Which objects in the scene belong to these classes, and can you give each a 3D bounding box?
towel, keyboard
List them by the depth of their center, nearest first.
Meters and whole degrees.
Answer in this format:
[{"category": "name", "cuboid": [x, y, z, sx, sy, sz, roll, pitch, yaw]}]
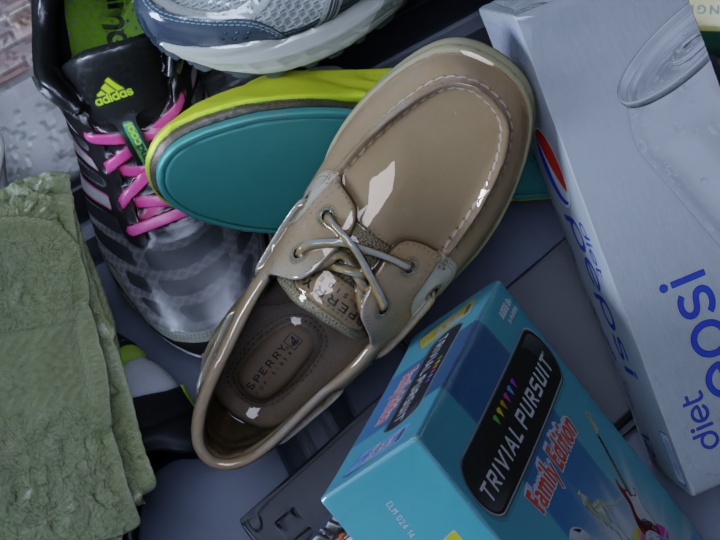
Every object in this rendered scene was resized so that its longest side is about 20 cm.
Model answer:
[{"category": "towel", "cuboid": [-0.174, 0.055, 1.060, 0.199, 0.036, 0.149, -19, 100, -33]}, {"category": "keyboard", "cuboid": [0.033, 0.049, 1.153, 0.200, 0.021, 0.127, -40, 83, 0]}]

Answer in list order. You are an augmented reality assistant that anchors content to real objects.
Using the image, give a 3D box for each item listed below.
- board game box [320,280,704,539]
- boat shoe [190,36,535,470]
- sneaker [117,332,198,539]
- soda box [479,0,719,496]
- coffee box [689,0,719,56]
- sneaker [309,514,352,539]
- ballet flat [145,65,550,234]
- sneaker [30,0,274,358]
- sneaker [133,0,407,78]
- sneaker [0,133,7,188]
[{"category": "board game box", "cuboid": [0.081, 0.117, 1.031, 0.047, 0.151, 0.200, -35, 99, 23]}, {"category": "boat shoe", "cuboid": [0.000, 0.000, 1.075, 0.071, 0.065, 0.200, 32, 120, -3]}, {"category": "sneaker", "cuboid": [-0.133, 0.116, 1.143, 0.083, 0.072, 0.200, 36, 88, 12]}, {"category": "soda box", "cuboid": [0.116, -0.020, 1.086, 0.068, 0.063, 0.201, -22, 100, -6]}, {"category": "coffee box", "cuboid": [0.125, -0.189, 1.162, 0.122, 0.044, 0.201, 4, 82, 11]}, {"category": "sneaker", "cuboid": [-0.015, 0.151, 1.106, 0.200, 0.078, 0.075, -41, 79, 28]}, {"category": "ballet flat", "cuboid": [0.011, -0.056, 1.136, 0.199, 0.067, 0.067, -4, 36, -8]}, {"category": "sneaker", "cuboid": [-0.092, -0.059, 1.155, 0.073, 0.087, 0.201, -19, 78, 6]}, {"category": "sneaker", "cuboid": [0.001, -0.145, 1.100, 0.199, 0.086, 0.078, -20, 51, -1]}, {"category": "sneaker", "cuboid": [-0.185, 0.025, 1.114, 0.075, 0.089, 0.201, 22, 52, -12]}]
